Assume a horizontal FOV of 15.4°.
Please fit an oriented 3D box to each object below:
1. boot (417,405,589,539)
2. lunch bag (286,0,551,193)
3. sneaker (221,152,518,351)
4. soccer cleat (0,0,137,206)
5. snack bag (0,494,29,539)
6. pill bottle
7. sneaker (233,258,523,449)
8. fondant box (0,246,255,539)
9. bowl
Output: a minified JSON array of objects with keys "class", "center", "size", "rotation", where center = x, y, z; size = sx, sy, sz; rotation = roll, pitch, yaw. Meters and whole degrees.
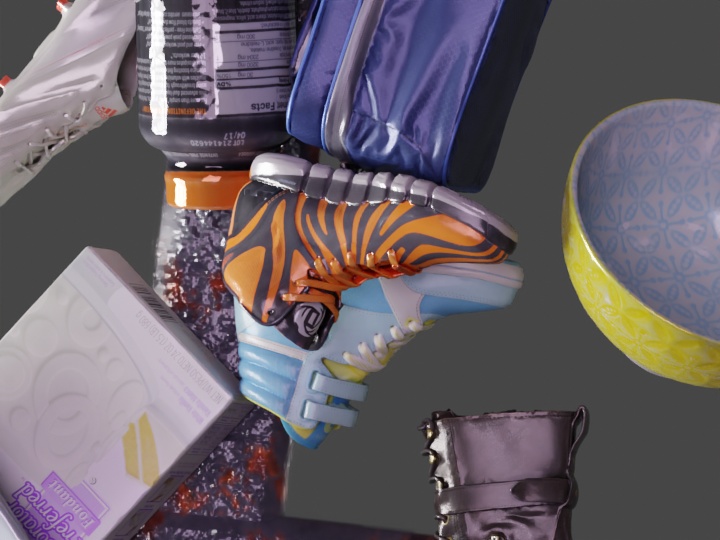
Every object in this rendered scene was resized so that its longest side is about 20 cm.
[{"class":"boot","center":[0.060,0.177,1.697],"size":[0.198,0.069,0.176],"rotation":[-11,79,9]},{"class":"lunch bag","center":[0.031,-0.144,1.680],"size":[0.132,0.136,0.201],"rotation":[21,93,15]},{"class":"sneaker","center":[0.000,0.000,1.633],"size":[0.199,0.077,0.113],"rotation":[10,74,38]},{"class":"soccer cleat","center":[-0.197,-0.111,1.772],"size":[0.077,0.069,0.201],"rotation":[36,92,10]},{"class":"snack bag","center":[-0.295,0.174,1.756],"size":[0.201,0.021,0.189],"rotation":[54,129,9]},{"class":"pill bottle","center":[-0.093,-0.141,1.717],"size":[0.105,0.106,0.202],"rotation":[2,99,14]},{"class":"sneaker","center":[0.009,0.049,1.705],"size":[0.199,0.079,0.132],"rotation":[-1,84,24]},{"class":"fondant box","center":[-0.189,0.106,1.759],"size":[0.144,0.058,0.200],"rotation":[45,98,13]},{"class":"bowl","center":[0.206,0.004,1.630],"size":[0.200,0.200,0.108],"rotation":[37,138,13]}]
